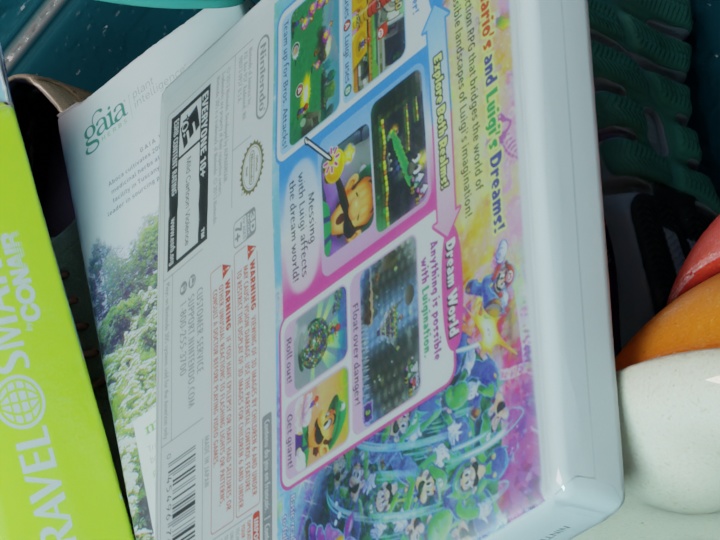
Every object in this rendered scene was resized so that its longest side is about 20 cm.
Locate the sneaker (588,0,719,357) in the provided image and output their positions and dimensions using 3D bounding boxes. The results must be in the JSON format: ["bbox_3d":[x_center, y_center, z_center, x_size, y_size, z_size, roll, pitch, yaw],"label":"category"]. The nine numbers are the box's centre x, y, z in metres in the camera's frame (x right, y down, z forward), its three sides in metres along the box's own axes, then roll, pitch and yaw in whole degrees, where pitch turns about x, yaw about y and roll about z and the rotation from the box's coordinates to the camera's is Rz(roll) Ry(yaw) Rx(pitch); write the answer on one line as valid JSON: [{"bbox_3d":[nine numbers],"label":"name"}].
[{"bbox_3d":[0.051,-0.040,0.840,0.087,0.074,0.201,-30,53,33],"label":"sneaker"}]

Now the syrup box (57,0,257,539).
[{"bbox_3d":[-0.026,0.022,0.867,0.079,0.081,0.200,-33,49,24],"label":"syrup box"}]

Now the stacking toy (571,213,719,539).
[{"bbox_3d":[0.135,-0.002,0.729,0.146,0.146,0.200,-10,47,37],"label":"stacking toy"}]

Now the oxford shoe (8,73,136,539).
[{"bbox_3d":[-0.090,0.028,0.924,0.071,0.074,0.201,-28,55,22],"label":"oxford shoe"}]

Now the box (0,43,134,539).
[{"bbox_3d":[-0.121,0.041,0.884,0.122,0.048,0.201,-34,70,62],"label":"box"}]

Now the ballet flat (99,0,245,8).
[{"bbox_3d":[-0.028,-0.107,0.849,0.068,0.200,0.069,38,112,43],"label":"ballet flat"}]

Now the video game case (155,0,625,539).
[{"bbox_3d":[0.000,0.000,0.744,0.182,0.024,0.201,-36,46,47],"label":"video game case"}]
